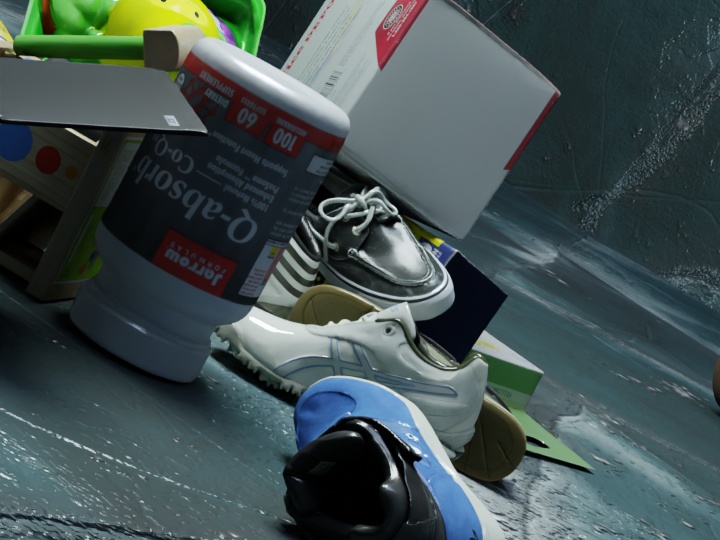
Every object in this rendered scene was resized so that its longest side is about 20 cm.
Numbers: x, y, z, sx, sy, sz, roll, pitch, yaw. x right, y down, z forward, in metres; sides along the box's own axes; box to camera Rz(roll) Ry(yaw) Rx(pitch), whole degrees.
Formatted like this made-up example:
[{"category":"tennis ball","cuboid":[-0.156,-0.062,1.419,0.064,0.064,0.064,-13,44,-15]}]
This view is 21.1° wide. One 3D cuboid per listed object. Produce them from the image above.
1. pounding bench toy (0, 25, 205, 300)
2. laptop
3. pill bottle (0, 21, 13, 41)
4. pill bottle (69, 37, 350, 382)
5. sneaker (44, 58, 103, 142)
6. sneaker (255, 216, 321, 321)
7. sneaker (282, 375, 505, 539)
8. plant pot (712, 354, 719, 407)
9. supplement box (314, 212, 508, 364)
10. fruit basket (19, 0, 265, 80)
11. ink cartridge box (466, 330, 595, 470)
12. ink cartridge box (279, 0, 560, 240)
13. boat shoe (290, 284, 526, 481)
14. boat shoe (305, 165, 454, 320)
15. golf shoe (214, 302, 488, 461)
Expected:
[{"category":"pounding bench toy","cuboid":[-0.211,-0.107,1.314,0.155,0.201,0.124,30,10,12]},{"category":"laptop","cuboid":[-0.206,-0.059,1.156,0.103,0.200,0.177,40,4,-21]},{"category":"pill bottle","cuboid":[-0.323,-0.155,1.528,0.111,0.113,0.200,23,10,-24]},{"category":"pill bottle","cuboid":[-0.100,-0.037,1.246,0.115,0.201,0.116,28,8,-4]},{"category":"sneaker","cuboid":[-0.179,-0.104,1.519,0.200,0.090,0.076,49,29,-44]},{"category":"sneaker","cuboid":[-0.111,-0.035,1.474,0.200,0.116,0.076,31,12,20]},{"category":"sneaker","cuboid":[-0.006,0.108,1.118,0.111,0.077,0.200,32,11,-41]},{"category":"plant pot","cuboid":[0.506,0.141,2.208,0.186,0.188,0.199,19,-3,-41]},{"category":"supplement box","cuboid":[0.000,0.000,1.573,0.199,0.109,0.109,34,-2,35]},{"category":"fruit basket","cuboid":[-0.171,-0.196,1.570,0.214,0.157,0.216,10,-20,3]},{"category":"ink cartridge box","cuboid":[0.102,0.090,1.637,0.145,0.048,0.200,20,10,-43]},{"category":"ink cartridge box","cuboid":[0.032,-0.135,1.557,0.144,0.146,0.200,35,-2,-24]},{"category":"boat shoe","cuboid":[0.036,0.083,1.424,0.200,0.072,0.066,35,5,8]},{"category":"boat shoe","cuboid":[-0.004,-0.035,1.472,0.073,0.068,0.199,-27,47,-23]},{"category":"golf shoe","cuboid":[-0.003,0.056,1.357,0.199,0.098,0.078,27,11,3]}]
